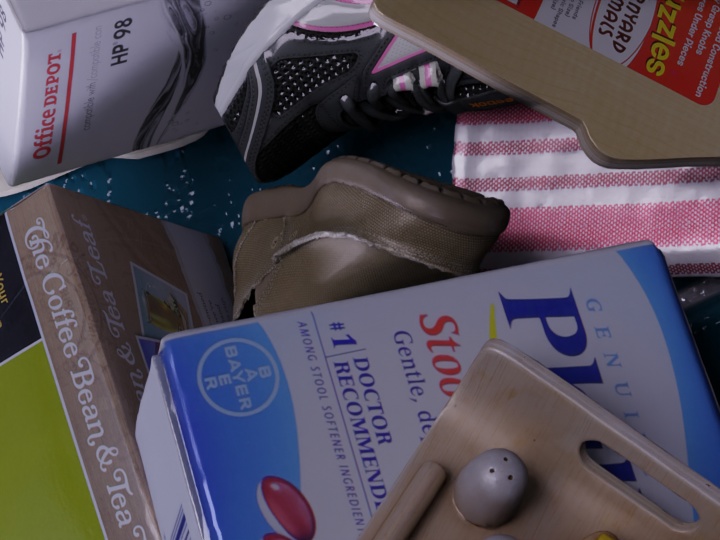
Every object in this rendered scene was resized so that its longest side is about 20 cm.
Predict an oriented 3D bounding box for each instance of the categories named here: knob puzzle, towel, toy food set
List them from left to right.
[{"bbox_3d":[0.050,0.137,0.759,0.143,0.060,0.201,34,65,5],"label":"toy food set"},{"bbox_3d":[0.109,-0.093,0.962,0.145,0.030,0.202,-1,80,29],"label":"towel"},{"bbox_3d":[0.120,-0.120,0.896,0.030,0.218,0.222,129,134,-65],"label":"knob puzzle"}]

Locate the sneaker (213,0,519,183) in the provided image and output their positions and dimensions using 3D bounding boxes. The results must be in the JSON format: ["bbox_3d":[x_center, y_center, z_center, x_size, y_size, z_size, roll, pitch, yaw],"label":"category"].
[{"bbox_3d":[0.030,-0.094,0.944,0.200,0.080,0.087,-39,67,17],"label":"sneaker"}]

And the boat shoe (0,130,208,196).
[{"bbox_3d":[-0.160,-0.079,1.101,0.199,0.072,0.060,-12,68,26],"label":"boat shoe"}]

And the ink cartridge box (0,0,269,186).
[{"bbox_3d":[-0.101,-0.105,0.979,0.199,0.116,0.067,-18,65,-20],"label":"ink cartridge box"}]

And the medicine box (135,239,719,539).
[{"bbox_3d":[0.035,0.105,0.862,0.198,0.103,0.183,-12,69,-15],"label":"medicine box"}]

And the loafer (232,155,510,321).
[{"bbox_3d":[0.000,0.000,0.940,0.200,0.075,0.068,167,117,-71],"label":"loafer"}]

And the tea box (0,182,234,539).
[{"bbox_3d":[-0.137,0.104,1.010,0.196,0.133,0.201,-30,66,24],"label":"tea box"}]
